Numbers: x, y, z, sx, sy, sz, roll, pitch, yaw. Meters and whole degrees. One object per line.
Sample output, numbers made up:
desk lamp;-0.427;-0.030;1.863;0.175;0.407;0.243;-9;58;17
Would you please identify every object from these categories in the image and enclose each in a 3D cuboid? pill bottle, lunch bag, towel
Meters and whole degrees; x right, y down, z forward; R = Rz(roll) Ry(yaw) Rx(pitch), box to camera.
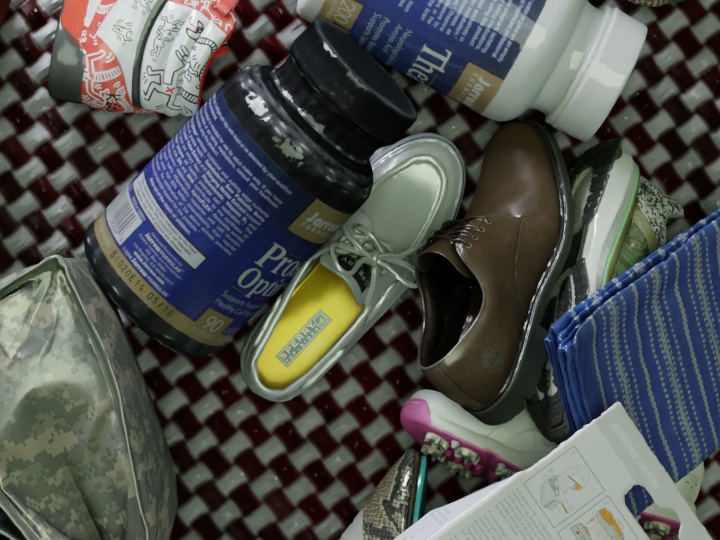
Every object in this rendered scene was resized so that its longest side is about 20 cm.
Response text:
pill bottle;0.070;-0.161;1.328;0.200;0.111;0.111;28;89;-4
pill bottle;-0.064;-0.051;1.296;0.112;0.112;0.200;44;105;-3
lunch bag;-0.178;0.100;1.286;0.117;0.164;0.200;-23;91;-1
towel;0.195;0.057;1.316;0.200;0.024;0.145;-33;116;-35

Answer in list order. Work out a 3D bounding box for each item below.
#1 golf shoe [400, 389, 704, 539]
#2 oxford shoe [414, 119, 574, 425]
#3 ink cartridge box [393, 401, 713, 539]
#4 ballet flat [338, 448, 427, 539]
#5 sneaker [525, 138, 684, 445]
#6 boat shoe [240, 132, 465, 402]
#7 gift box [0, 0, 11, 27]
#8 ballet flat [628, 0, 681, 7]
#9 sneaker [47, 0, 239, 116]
golf shoe;0.125;0.104;1.364;0.200;0.075;0.092;21;74;-6
oxford shoe;0.079;-0.014;1.318;0.084;0.073;0.200;31;57;-33
ink cartridge box;0.107;0.193;1.262;0.200;0.050;0.161;-37;102;-7
ballet flat;0.012;0.214;1.355;0.075;0.068;0.200;-4;95;5
sneaker;0.162;0.019;1.339;0.088;0.077;0.200;23;68;-20
boat shoe;-0.004;-0.002;1.337;0.075;0.086;0.202;42;88;-4
gift box;-0.322;-0.144;1.261;0.186;0.200;0.185;21;84;-3
ballet flat;0.199;-0.266;1.369;0.065;0.070;0.200;4;93;-31
sneaker;-0.124;-0.195;1.336;0.108;0.067;0.202;10;94;-3
